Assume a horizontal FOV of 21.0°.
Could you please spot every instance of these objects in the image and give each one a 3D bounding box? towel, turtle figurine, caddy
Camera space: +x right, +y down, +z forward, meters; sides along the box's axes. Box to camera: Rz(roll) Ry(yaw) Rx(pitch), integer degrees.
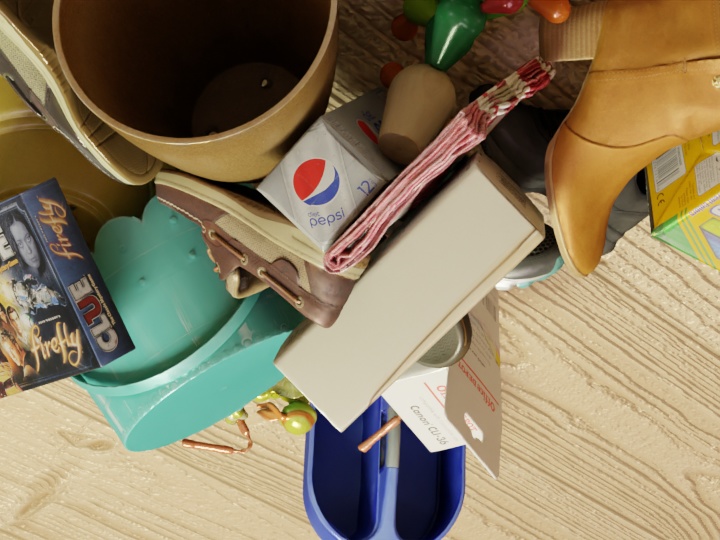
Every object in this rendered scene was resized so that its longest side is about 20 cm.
[{"bbox_3d":[0.057,-0.073,1.298,0.023,0.200,0.144,46,117,2],"label":"towel"},{"bbox_3d":[-0.058,0.075,1.611,0.198,0.162,0.065,-12,143,18],"label":"turtle figurine"},{"bbox_3d":[0.020,0.156,1.706,0.140,0.202,0.105,5,161,-10],"label":"caddy"}]

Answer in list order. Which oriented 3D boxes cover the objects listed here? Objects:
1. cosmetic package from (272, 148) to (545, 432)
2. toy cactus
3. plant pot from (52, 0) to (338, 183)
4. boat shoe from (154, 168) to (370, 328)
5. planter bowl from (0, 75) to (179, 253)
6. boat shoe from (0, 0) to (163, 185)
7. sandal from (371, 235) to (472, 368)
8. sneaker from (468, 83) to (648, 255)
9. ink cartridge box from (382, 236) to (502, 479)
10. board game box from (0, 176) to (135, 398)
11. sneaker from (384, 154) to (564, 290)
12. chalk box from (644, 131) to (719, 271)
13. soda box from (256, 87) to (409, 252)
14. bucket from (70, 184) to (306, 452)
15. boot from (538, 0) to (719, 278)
[{"bbox_3d":[0.036,0.012,1.378,0.073,0.104,0.200,44,102,-4],"label":"cosmetic package"},{"bbox_3d":[0.059,-0.136,1.308,0.102,0.166,0.200,31,146,-10],"label":"toy cactus"},{"bbox_3d":[-0.090,-0.137,1.321,0.184,0.188,0.200,-5,162,8],"label":"plant pot"},{"bbox_3d":[-0.080,-0.016,1.368,0.199,0.073,0.072,26,-170,36],"label":"boat shoe"},{"bbox_3d":[-0.235,-0.061,1.491,0.198,0.084,0.201,1,144,1],"label":"planter bowl"},{"bbox_3d":[-0.212,-0.143,1.372,0.065,0.073,0.201,-10,122,48],"label":"boat shoe"},{"bbox_3d":[0.000,0.000,1.462,0.200,0.054,0.082,49,136,5],"label":"sandal"},{"bbox_3d":[0.157,-0.092,1.462,0.091,0.076,0.199,-35,136,24],"label":"sneaker"},{"bbox_3d":[0.062,0.062,1.556,0.067,0.201,0.117,-15,142,21],"label":"ink cartridge box"},{"bbox_3d":[-0.257,0.020,1.440,0.199,0.034,0.136,-18,99,51],"label":"board game box"},{"bbox_3d":[0.065,-0.056,1.457,0.199,0.078,0.092,24,135,15],"label":"sneaker"},{"bbox_3d":[0.321,-0.065,1.438,0.199,0.125,0.124,23,140,-30],"label":"chalk box"},{"bbox_3d":[-0.005,-0.072,1.338,0.063,0.200,0.068,43,106,1],"label":"soda box"},{"bbox_3d":[-0.138,0.037,1.506,0.206,0.135,0.207,-30,166,-8],"label":"bucket"},{"bbox_3d":[0.203,-0.096,1.365,0.143,0.071,0.203,-2,102,21],"label":"boot"}]
